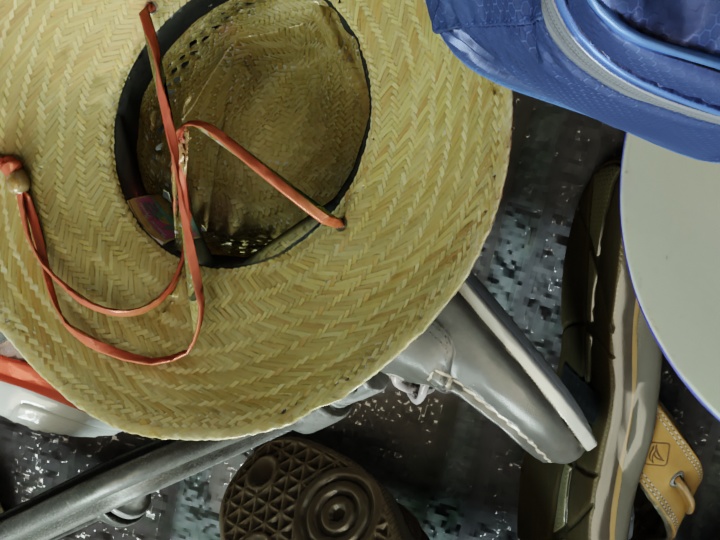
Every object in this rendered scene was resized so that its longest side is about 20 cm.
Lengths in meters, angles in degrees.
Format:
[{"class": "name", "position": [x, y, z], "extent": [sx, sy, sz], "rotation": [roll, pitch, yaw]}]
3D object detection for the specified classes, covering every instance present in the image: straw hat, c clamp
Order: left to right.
[{"class": "c clamp", "position": [-0.069, 0.074, 0.866], "extent": [0.199, 0.170, 0.027], "rotation": [-26, 87, 39]}, {"class": "straw hat", "position": [-0.031, -0.048, 0.747], "extent": [0.199, 0.085, 0.203], "rotation": [1, 93, 23]}]

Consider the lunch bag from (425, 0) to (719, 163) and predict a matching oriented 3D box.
[{"class": "lunch bag", "position": [0.114, -0.134, 0.626], "extent": [0.135, 0.132, 0.202], "rotation": [16, 86, -19]}]

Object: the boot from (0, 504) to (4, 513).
[{"class": "boot", "position": [-0.206, 0.191, 0.937], "extent": [0.072, 0.156, 0.201], "rotation": [24, 121, -3]}]

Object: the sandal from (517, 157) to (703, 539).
[{"class": "sandal", "position": [0.098, 0.057, 0.845], "extent": [0.054, 0.082, 0.202], "rotation": [2, 106, -15]}]

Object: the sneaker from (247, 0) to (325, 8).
[{"class": "sneaker", "position": [-0.006, -0.121, 0.778], "extent": [0.198, 0.077, 0.082], "rotation": [8, 136, 16]}]

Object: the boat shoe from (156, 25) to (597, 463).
[{"class": "boat shoe", "position": [0.000, 0.000, 0.812], "extent": [0.057, 0.067, 0.200], "rotation": [-42, 82, 4]}]

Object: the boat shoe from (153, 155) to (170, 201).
[{"class": "boat shoe", "position": [-0.130, -0.091, 0.818], "extent": [0.056, 0.069, 0.201], "rotation": [-20, 107, 24]}]

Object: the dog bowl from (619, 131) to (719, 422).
[{"class": "dog bowl", "position": [0.183, -0.024, 0.712], "extent": [0.199, 0.079, 0.202], "rotation": [-7, 75, 28]}]

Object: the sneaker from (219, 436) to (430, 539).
[{"class": "sneaker", "position": [0.021, 0.141, 0.875], "extent": [0.070, 0.200, 0.076], "rotation": [-46, 140, -4]}]

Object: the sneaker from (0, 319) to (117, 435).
[{"class": "sneaker", "position": [-0.167, -0.009, 0.871], "extent": [0.199, 0.077, 0.082], "rotation": [22, 96, -3]}]

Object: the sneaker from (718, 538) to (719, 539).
[{"class": "sneaker", "position": [0.167, 0.076, 0.844], "extent": [0.199, 0.076, 0.114], "rotation": [-23, 111, 16]}]
